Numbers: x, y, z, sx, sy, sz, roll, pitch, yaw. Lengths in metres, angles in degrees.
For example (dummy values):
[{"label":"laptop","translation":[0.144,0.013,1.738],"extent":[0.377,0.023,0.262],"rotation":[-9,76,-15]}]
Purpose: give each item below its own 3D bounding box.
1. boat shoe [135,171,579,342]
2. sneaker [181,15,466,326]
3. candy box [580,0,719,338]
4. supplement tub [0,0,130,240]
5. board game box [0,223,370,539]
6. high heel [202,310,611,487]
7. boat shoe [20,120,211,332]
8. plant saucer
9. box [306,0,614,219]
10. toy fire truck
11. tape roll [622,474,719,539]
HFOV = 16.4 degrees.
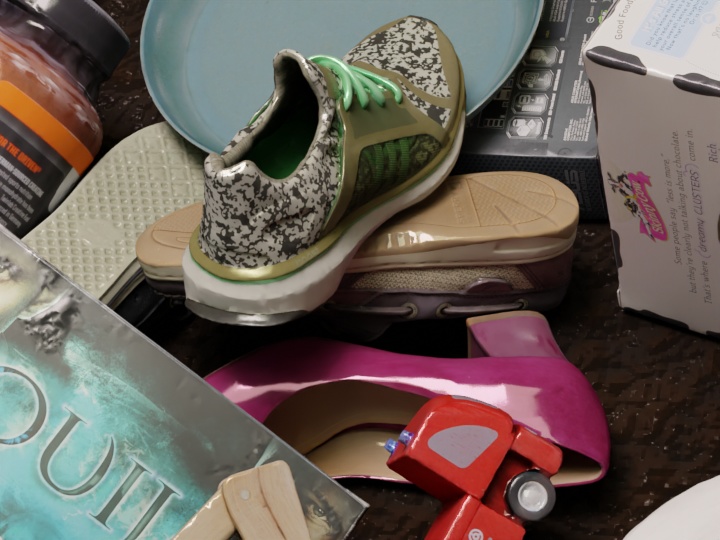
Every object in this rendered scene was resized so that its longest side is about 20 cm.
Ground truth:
[{"label":"boat shoe","translation":[0.000,0.000,1.121],"extent":[0.198,0.065,0.072],"rotation":[-6,30,-2]},{"label":"sneaker","translation":[-0.011,-0.063,1.071],"extent":[0.076,0.089,0.200],"rotation":[15,44,21]},{"label":"candy box","translation":[0.202,-0.033,1.048],"extent":[0.199,0.168,0.072],"rotation":[18,57,26]},{"label":"supplement tub","translation":[-0.192,-0.047,1.167],"extent":[0.107,0.107,0.201],"rotation":[31,81,32]},{"label":"board game box","translation":[-0.114,0.092,1.040],"extent":[0.200,0.028,0.136],"rotation":[37,77,3]},{"label":"high heel","translation":[0.006,0.074,1.072],"extent":[0.199,0.068,0.096],"rotation":[-18,39,-5]},{"label":"boat shoe","translation":[-0.108,-0.010,1.176],"extent":[0.074,0.062,0.200],"rotation":[35,50,17]},{"label":"plant saucer","translation":[-0.007,-0.118,1.198],"extent":[0.199,0.027,0.201],"rotation":[-8,52,11]},{"label":"box","translation":[0.059,-0.119,1.230],"extent":[0.157,0.051,0.201],"rotation":[3,53,15]},{"label":"toy fire truck","translation":[-0.020,0.125,1.003],"extent":[0.140,0.049,0.201],"rotation":[31,75,-5]},{"label":"tape roll","translation":[0.179,0.172,0.951],"extent":[0.201,0.071,0.203],"rotation":[-7,50,8]}]
